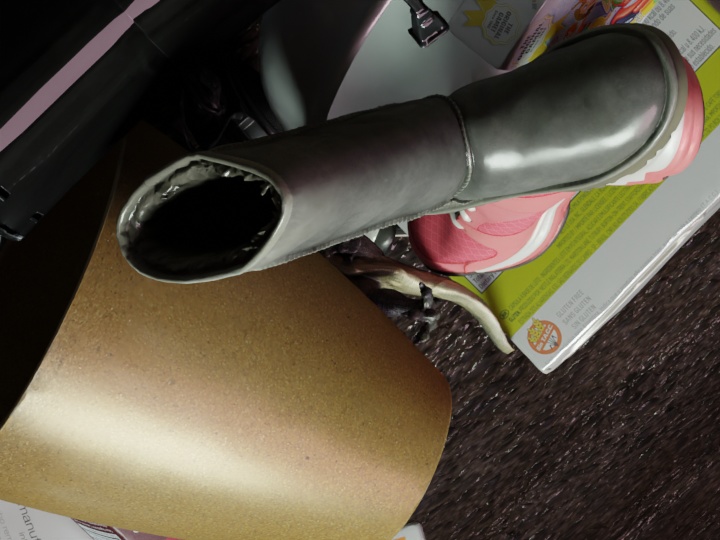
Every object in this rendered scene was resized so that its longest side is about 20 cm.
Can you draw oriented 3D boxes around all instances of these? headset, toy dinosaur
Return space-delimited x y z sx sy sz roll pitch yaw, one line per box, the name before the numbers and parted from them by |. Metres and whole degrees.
headset | -0.092 -0.071 1.517 0.123 0.094 0.200 -34 174 -13
toy dinosaur | 0.000 0.000 1.419 0.048 0.200 0.088 -68 -165 -1

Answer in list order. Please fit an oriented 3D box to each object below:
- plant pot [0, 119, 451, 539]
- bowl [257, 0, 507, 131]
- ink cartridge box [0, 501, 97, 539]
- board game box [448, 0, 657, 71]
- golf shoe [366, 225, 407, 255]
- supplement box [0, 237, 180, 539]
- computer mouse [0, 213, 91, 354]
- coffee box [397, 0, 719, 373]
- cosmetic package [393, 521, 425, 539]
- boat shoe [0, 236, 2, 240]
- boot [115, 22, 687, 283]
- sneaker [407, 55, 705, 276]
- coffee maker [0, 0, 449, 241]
plant pot | -0.065 0.048 1.336 0.186 0.200 0.187 -54 -160 31
bowl | 0.016 -0.136 1.365 0.201 0.090 0.201 -43 161 -19
ink cartridge box | -0.167 0.112 1.595 0.086 0.147 0.200 -28 172 41
board game box | 0.132 -0.178 1.351 0.200 0.034 0.134 -55 160 15
golf shoe | 0.045 -0.057 1.721 0.200 0.092 0.073 -22 152 -42
supplement box | -0.129 0.068 1.509 0.109 0.200 0.061 -52 -154 -17
computer mouse | -0.109 0.059 1.443 0.200 0.053 0.139 34 91 -29
coffee box | 0.117 -0.101 1.550 0.200 0.198 0.200 -47 175 20
cosmetic package | -0.050 0.211 1.606 0.200 0.102 0.071 -16 174 1
boat shoe | -0.219 -0.014 1.382 0.074 0.067 0.200 -45 159 13
boot | 0.020 -0.050 1.236 0.182 0.073 0.200 -26 168 35
sneaker | 0.070 -0.056 1.390 0.087 0.074 0.200 3 157 -37
coffee maker | -0.108 -0.110 1.200 0.200 0.192 0.135 -43 141 1
